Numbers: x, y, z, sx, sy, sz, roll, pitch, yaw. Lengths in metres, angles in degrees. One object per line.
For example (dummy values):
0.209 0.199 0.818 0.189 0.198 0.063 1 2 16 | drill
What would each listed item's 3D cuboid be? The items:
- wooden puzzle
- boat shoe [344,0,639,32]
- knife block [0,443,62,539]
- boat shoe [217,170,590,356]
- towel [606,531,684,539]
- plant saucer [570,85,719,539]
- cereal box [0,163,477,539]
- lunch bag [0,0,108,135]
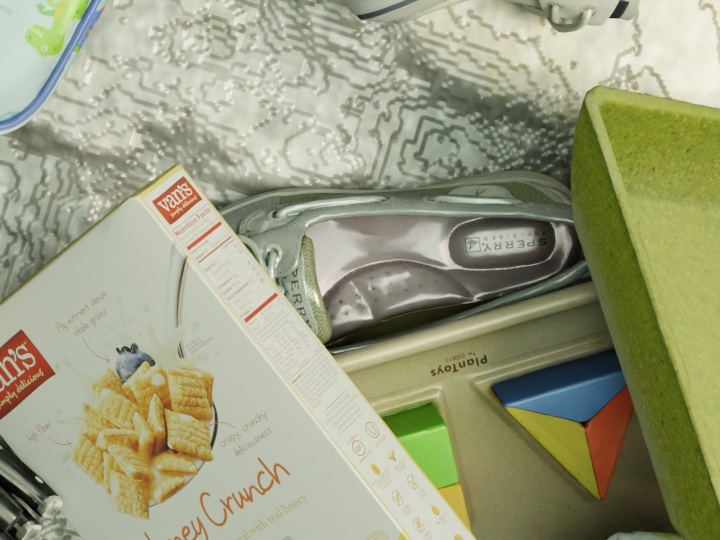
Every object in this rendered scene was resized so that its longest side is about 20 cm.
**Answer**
0.061 0.112 1.133 0.185 0.046 0.200 -16 114 -6 | wooden puzzle
0.092 -0.132 1.124 0.200 0.071 0.070 -22 108 -5 | boat shoe
-0.215 0.045 1.087 0.175 0.064 0.200 -5 97 2 | knife block
0.001 0.001 1.126 0.202 0.065 0.075 -9 97 -7 | boat shoe
0.150 0.180 1.118 0.200 0.048 0.171 10 136 -24 | towel
0.165 0.034 1.093 0.200 0.048 0.200 6 61 -46 | plant saucer
-0.062 0.074 1.086 0.200 0.040 0.144 51 129 -3 | cereal box
-0.190 -0.151 1.072 0.200 0.082 0.161 28 91 -10 | lunch bag
